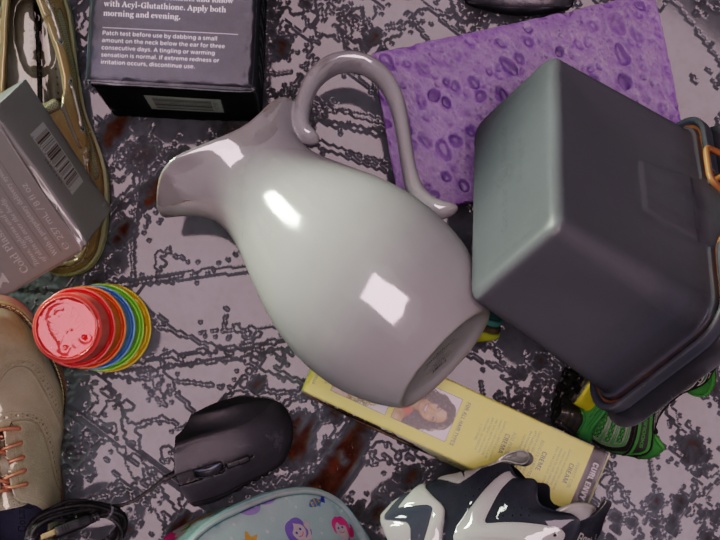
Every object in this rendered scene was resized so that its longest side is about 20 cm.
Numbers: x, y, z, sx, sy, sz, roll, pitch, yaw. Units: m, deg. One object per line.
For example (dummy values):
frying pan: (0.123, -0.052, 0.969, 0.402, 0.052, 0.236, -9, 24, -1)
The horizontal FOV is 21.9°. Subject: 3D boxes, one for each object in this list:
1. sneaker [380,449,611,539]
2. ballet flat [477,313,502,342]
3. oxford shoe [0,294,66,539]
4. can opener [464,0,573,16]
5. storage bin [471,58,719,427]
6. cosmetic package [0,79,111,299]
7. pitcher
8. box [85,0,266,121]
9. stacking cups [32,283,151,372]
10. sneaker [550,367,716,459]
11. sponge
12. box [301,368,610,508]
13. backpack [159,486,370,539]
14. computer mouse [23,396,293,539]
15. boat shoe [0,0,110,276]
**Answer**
sneaker: (0.113, 0.201, 1.139, 0.129, 0.079, 0.200, -33, 69, 7)
ballet flat: (0.000, 0.000, 1.233, 0.199, 0.067, 0.067, 37, 108, 3)
oxford shoe: (-0.216, 0.110, 1.166, 0.070, 0.074, 0.201, -8, 121, -4)
can opener: (0.050, -0.221, 1.238, 0.198, 0.063, 0.079, 8, 82, -1)
storage bin: (0.148, -0.033, 1.132, 0.134, 0.201, 0.145, 29, 130, -24)
cosmetic package: (-0.270, -0.022, 1.174, 0.199, 0.090, 0.107, -31, 104, 14)
pitcher: (0.000, -0.030, 1.149, 0.172, 0.121, 0.200, -43, 73, -11)
box: (-0.112, -0.205, 1.191, 0.106, 0.148, 0.202, 3, 87, -2)
stacking cups: (-0.170, 0.031, 1.152, 0.060, 0.200, 0.061, 0, 86, 1)
sneaker: (0.207, 0.032, 1.232, 0.085, 0.078, 0.201, 29, 96, -7)
sponge: (0.112, -0.111, 1.251, 0.198, 0.030, 0.112, -12, 88, -2)
box: (0.060, 0.100, 1.219, 0.199, 0.075, 0.050, 24, 85, 1)
backpack: (-0.049, 0.240, 1.166, 0.177, 0.150, 0.201, -19, 81, -33)
computer mouse: (-0.123, 0.137, 1.191, 0.199, 0.034, 0.059, -28, 115, -28)
boat shoe: (-0.211, -0.096, 1.219, 0.071, 0.076, 0.202, -12, 88, -2)
